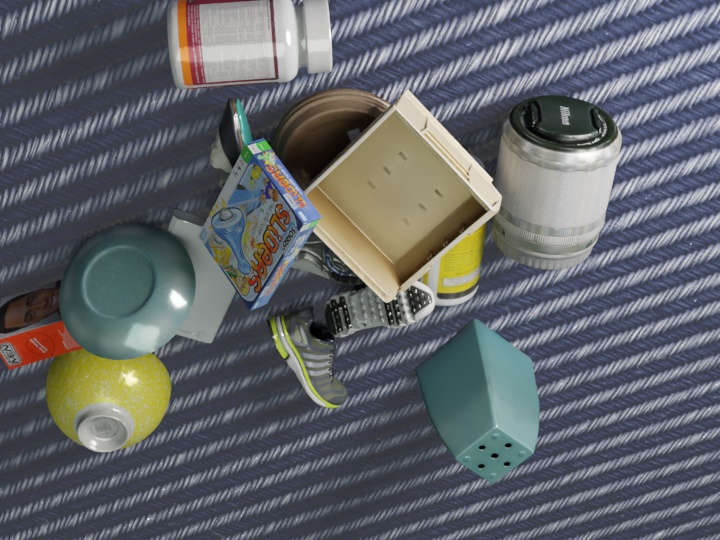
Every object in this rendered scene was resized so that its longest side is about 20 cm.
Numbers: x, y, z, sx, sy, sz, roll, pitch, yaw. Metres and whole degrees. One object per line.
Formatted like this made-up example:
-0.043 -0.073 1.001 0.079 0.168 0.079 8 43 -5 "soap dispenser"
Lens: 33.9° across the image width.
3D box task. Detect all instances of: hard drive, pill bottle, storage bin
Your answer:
-0.246 0.012 1.743 0.131 0.026 0.201 17 123 -18 "hard drive"
-0.137 -0.287 1.474 0.197 0.110 0.111 -5 128 -3 "pill bottle"
0.121 -0.060 1.672 0.113 0.115 0.202 -1 127 -5 "pill bottle"
0.050 -0.092 1.546 0.199 0.094 0.200 45 115 -10 "storage bin"

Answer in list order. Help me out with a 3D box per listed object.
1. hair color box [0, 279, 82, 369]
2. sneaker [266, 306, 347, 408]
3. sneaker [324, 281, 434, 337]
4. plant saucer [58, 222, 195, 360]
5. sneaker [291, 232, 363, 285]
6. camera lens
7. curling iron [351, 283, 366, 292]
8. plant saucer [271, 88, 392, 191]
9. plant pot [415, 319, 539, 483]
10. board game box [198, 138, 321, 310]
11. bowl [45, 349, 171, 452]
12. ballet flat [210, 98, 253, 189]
-0.426 0.065 1.716 0.198 0.102 0.062 -17 129 6 "hair color box"
-0.065 0.137 1.830 0.080 0.074 0.201 -27 127 10 "sneaker"
0.038 0.049 1.707 0.080 0.076 0.199 -5 176 -44 "sneaker"
-0.329 0.022 1.637 0.198 0.203 0.039 -13 160 4 "plant saucer"
-0.071 -0.030 1.683 0.198 0.087 0.075 16 87 -16 "sneaker"
0.263 -0.124 1.609 0.158 0.161 0.202 0 127 -6 "camera lens"
0.000 0.000 1.752 0.049 0.026 0.201 14 136 1 "curling iron"
-0.023 -0.153 1.607 0.197 0.030 0.202 -1 127 -1 "plant saucer"
0.191 0.214 1.833 0.141 0.201 0.141 35 117 -27 "plant pot"
-0.137 -0.057 1.564 0.034 0.136 0.200 -23 158 -40 "board game box"
-0.394 0.215 1.829 0.197 0.108 0.202 -3 127 -3 "bowl"
-0.166 -0.140 1.611 0.072 0.073 0.201 -15 129 6 "ballet flat"
